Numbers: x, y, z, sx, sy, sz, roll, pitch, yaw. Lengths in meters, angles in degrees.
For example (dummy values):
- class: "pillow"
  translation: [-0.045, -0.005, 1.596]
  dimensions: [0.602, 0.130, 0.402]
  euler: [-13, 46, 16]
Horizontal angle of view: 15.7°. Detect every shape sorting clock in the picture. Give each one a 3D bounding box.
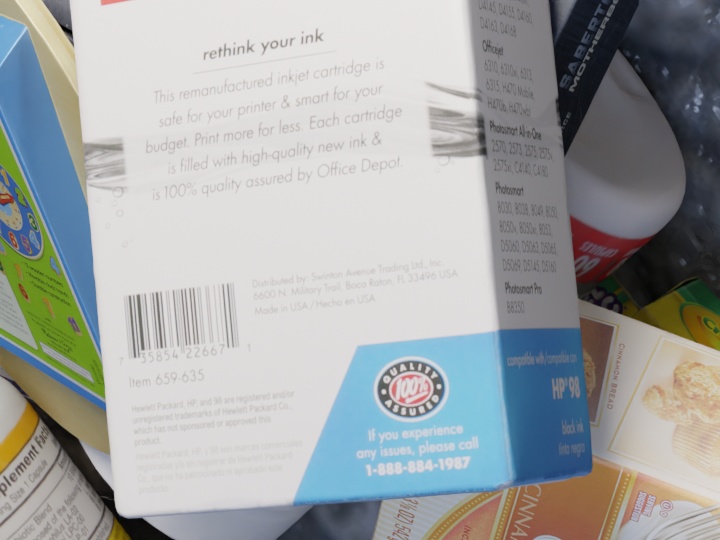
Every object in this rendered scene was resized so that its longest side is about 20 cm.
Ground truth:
- class: "shape sorting clock"
  translation: [-0.110, -0.032, 0.807]
  dimensions: [0.200, 0.039, 0.200]
  euler: [43, 154, 27]

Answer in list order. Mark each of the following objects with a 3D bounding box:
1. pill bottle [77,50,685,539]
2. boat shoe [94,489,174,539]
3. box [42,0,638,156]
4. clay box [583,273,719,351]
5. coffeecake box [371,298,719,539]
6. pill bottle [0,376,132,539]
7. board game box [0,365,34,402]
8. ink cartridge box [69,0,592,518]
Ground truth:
- class: "pill bottle"
  translation: [0.000, 0.000, 0.856]
  dimensions: [0.114, 0.114, 0.200]
  euler: [40, 118, -10]
- class: "boat shoe"
  translation: [-0.140, 0.098, 0.970]
  dimensions: [0.200, 0.070, 0.066]
  euler: [-1, 119, 21]
- class: "box"
  translation: [0.015, -0.125, 0.752]
  dimensions: [0.158, 0.051, 0.200]
  euler: [30, 97, 24]
- class: "clay box"
  translation: [0.120, 0.095, 0.883]
  dimensions: [0.200, 0.048, 0.115]
  euler: [50, 127, 14]
- class: "coffeecake box"
  translation: [0.103, 0.108, 0.784]
  dimensions: [0.200, 0.073, 0.154]
  euler: [20, 127, 10]
- class: "pill bottle"
  translation: [-0.136, 0.105, 0.870]
  dimensions: [0.113, 0.113, 0.200]
  euler: [-30, 103, 24]
- class: "board game box"
  translation: [-0.172, -0.046, 0.913]
  dimensions: [0.200, 0.034, 0.136]
  euler: [24, 121, -1]
- class: "ink cartridge box"
  translation: [-0.009, -0.039, 0.691]
  dimensions: [0.116, 0.067, 0.200]
  euler: [-6, 87, 25]
